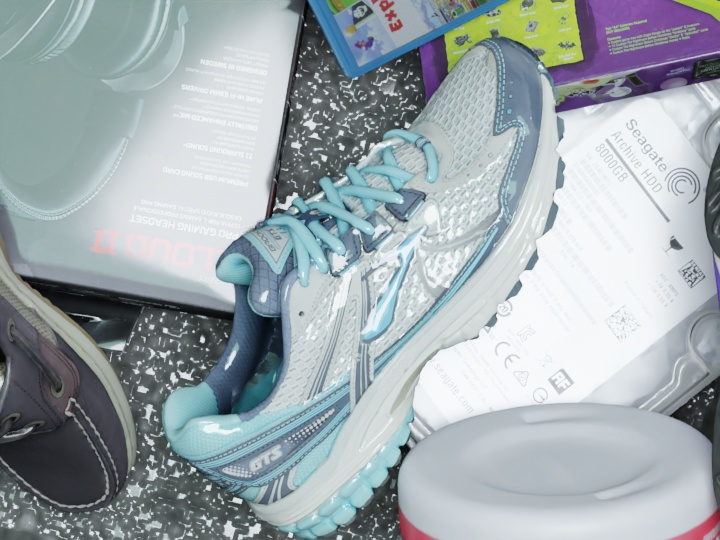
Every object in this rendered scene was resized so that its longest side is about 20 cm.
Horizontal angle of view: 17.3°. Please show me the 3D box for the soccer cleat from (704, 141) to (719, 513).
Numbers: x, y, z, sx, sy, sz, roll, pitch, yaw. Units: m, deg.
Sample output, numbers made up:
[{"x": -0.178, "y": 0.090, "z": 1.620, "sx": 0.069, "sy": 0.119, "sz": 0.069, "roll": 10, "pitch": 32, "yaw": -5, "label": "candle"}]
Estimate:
[{"x": 0.163, "y": 0.016, "z": 0.860, "sx": 0.068, "sy": 0.073, "sz": 0.201, "roll": -3, "pitch": 66, "yaw": 21, "label": "soccer cleat"}]

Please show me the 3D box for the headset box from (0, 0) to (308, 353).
[{"x": -0.100, "y": -0.071, "z": 0.924, "sx": 0.148, "sy": 0.077, "sz": 0.201, "roll": 10, "pitch": 86, "yaw": -1, "label": "headset box"}]

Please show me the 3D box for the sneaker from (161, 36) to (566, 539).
[{"x": 0.000, "y": 0.000, "z": 0.857, "sx": 0.086, "sy": 0.078, "sz": 0.201, "roll": 27, "pitch": 95, "yaw": -29, "label": "sneaker"}]

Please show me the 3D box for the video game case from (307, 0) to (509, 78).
[{"x": 0.058, "y": -0.167, "z": 0.858, "sx": 0.199, "sy": 0.018, "sz": 0.143, "roll": -27, "pitch": 133, "yaw": 2, "label": "video game case"}]

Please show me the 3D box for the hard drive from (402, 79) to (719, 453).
[{"x": 0.087, "y": -0.002, "z": 0.945, "sx": 0.200, "sy": 0.038, "sz": 0.140, "roll": -37, "pitch": 89, "yaw": -3, "label": "hard drive"}]

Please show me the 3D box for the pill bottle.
[{"x": 0.078, "y": 0.161, "z": 0.882, "sx": 0.119, "sy": 0.120, "sz": 0.201, "roll": -5, "pitch": 107, "yaw": -2, "label": "pill bottle"}]

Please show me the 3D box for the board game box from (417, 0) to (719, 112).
[{"x": 0.117, "y": -0.128, "z": 0.917, "sx": 0.199, "sy": 0.032, "sz": 0.121, "roll": -11, "pitch": 69, "yaw": 10, "label": "board game box"}]

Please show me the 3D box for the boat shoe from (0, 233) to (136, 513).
[{"x": -0.145, "y": 0.033, "z": 0.872, "sx": 0.072, "sy": 0.200, "sz": 0.065, "roll": -7, "pitch": 46, "yaw": 19, "label": "boat shoe"}]
